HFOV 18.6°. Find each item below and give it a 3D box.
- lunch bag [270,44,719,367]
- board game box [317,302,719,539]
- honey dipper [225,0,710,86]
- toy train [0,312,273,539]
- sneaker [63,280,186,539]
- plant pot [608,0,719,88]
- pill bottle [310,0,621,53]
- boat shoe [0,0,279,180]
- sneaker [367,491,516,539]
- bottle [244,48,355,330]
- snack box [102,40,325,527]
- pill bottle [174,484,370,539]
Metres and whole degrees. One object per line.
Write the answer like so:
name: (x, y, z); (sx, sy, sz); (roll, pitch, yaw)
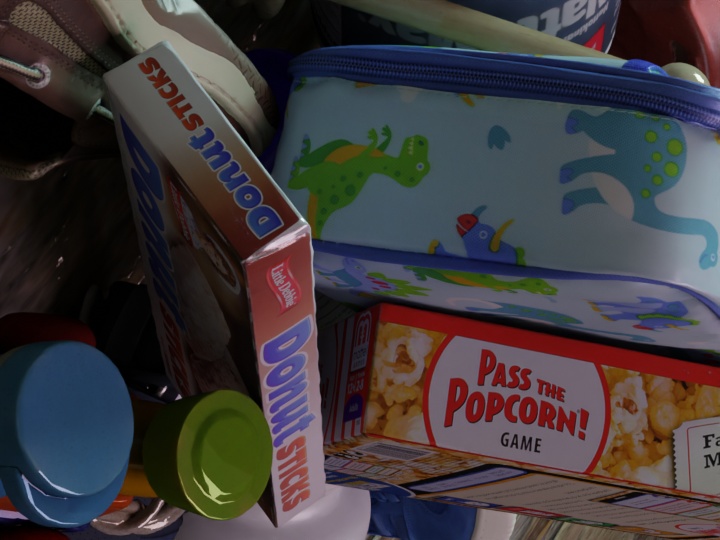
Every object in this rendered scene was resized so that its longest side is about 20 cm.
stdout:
lunch bag: (0.069, -0.015, 0.738); (0.200, 0.160, 0.083); (29, 71, -66)
board game box: (0.074, 0.061, 0.792); (0.151, 0.200, 0.046); (155, -55, -69)
honey dipper: (0.027, -0.084, 0.726); (0.038, 0.200, 0.038); (-164, -90, -76)
toy train: (-0.071, 0.055, 0.675); (0.200, 0.116, 0.085); (15, 76, -48)
sneaker: (-0.115, 0.065, 0.773); (0.146, 0.077, 0.202); (-67, 156, -5)
plant pot: (0.151, -0.178, 0.945); (0.195, 0.201, 0.201); (-46, 160, -17)
pill bottle: (0.040, -0.120, 0.813); (0.120, 0.119, 0.200); (-52, 161, -24)
boat shoe: (-0.088, -0.062, 0.645); (0.075, 0.075, 0.202); (-50, 154, -4)
sneaker: (-0.001, 0.091, 1.012); (0.200, 0.111, 0.077); (168, -74, -76)
bottle: (0.000, 0.000, 0.865); (0.084, 0.065, 0.200); (-51, 134, -8)
snack box: (-0.041, 0.012, 0.674); (0.024, 0.072, 0.200); (-31, 157, -14)
pill bottle: (-0.059, 0.124, 0.958); (0.111, 0.111, 0.200); (-38, 153, -50)
